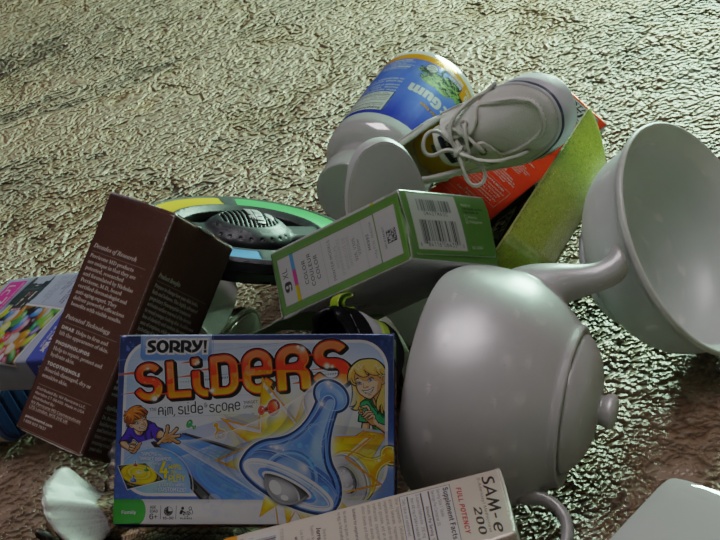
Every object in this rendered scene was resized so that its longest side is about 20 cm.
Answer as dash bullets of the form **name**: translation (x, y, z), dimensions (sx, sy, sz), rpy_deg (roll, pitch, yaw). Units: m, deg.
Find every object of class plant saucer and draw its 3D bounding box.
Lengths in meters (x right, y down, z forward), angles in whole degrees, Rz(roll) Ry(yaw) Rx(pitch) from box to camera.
- **plant saucer**: translation (0.140, -0.013, 1.407), dimensions (0.048, 0.200, 0.200), rpy_deg (33, 46, 3)

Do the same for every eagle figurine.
- **eagle figurine**: translation (-0.141, 0.185, 1.249), dimensions (0.199, 0.153, 0.151), rpy_deg (-23, 12, -2)

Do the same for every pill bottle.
- **pill bottle**: translation (0.033, -0.127, 1.657), dimensions (0.111, 0.113, 0.200), rpy_deg (2, 37, 27)

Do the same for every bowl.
- **bowl**: translation (0.242, -0.014, 1.351), dimensions (0.090, 0.201, 0.201), rpy_deg (-24, 21, 40)

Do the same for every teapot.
- **teapot**: translation (0.119, 0.098, 1.224), dimensions (0.145, 0.201, 0.197), rpy_deg (11, 27, 17)

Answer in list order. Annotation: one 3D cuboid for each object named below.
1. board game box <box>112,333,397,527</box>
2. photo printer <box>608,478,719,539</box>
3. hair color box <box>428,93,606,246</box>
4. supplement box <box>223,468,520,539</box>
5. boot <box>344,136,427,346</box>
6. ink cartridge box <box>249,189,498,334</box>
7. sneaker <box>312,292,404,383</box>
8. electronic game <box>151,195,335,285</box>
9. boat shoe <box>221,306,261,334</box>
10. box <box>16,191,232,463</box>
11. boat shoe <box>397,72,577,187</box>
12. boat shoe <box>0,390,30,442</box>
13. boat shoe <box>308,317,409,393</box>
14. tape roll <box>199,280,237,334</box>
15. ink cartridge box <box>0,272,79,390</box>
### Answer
- **board game box**: translation (-0.073, 0.114, 1.168), dimensions (0.198, 0.034, 0.136), rpy_deg (-1, 78, 4)
- **photo printer**: translation (0.212, 0.234, 1.066), dimensions (0.166, 0.070, 0.200), rpy_deg (18, 46, 42)
- **hair color box**: translation (0.135, -0.079, 1.537), dimensions (0.061, 0.102, 0.200), rpy_deg (43, 58, 13)
- **supplement box**: translation (0.017, 0.225, 1.114), dimensions (0.199, 0.127, 0.074), rpy_deg (-14, 31, 2)
- **boot**: translation (0.022, -0.036, 1.442), dimensions (0.073, 0.201, 0.096), rpy_deg (-15, 28, -7)
- **ink cartridge box**: translation (0.000, 0.000, 1.311), dimensions (0.103, 0.060, 0.199), rpy_deg (3, -22, -46)
- **sneaker**: translation (-0.031, 0.113, 1.222), dimensions (0.071, 0.083, 0.201), rpy_deg (-12, 54, 43)
- **electronic game**: translation (-0.100, -0.031, 1.450), dimensions (0.198, 0.042, 0.200), rpy_deg (7, 16, -2)
- **boat shoe**: translation (-0.150, 0.099, 1.438), dimensions (0.057, 0.067, 0.200), rpy_deg (6, 42, 24)
- **box**: translation (-0.185, 0.051, 1.305), dimensions (0.075, 0.100, 0.201), rpy_deg (20, 84, 27)
- **boat shoe**: translation (0.089, -0.110, 1.379), dimensions (0.086, 0.075, 0.201), rpy_deg (-29, 12, -37)
- **boat shoe**: translation (-0.305, 0.081, 1.529), dimensions (0.072, 0.073, 0.200), rpy_deg (-5, 29, 33)
- **boat shoe**: translation (-0.015, 0.051, 1.449), dimensions (0.060, 0.074, 0.200), rpy_deg (-19, 40, -14)
- **tape roll**: translation (-0.192, 0.067, 1.451), dimensions (0.202, 0.037, 0.203), rpy_deg (-37, 21, 16)
- **ink cartridge box**: translation (-0.274, 0.052, 1.439), dimensions (0.199, 0.042, 0.120), rpy_deg (-3, 40, 41)
